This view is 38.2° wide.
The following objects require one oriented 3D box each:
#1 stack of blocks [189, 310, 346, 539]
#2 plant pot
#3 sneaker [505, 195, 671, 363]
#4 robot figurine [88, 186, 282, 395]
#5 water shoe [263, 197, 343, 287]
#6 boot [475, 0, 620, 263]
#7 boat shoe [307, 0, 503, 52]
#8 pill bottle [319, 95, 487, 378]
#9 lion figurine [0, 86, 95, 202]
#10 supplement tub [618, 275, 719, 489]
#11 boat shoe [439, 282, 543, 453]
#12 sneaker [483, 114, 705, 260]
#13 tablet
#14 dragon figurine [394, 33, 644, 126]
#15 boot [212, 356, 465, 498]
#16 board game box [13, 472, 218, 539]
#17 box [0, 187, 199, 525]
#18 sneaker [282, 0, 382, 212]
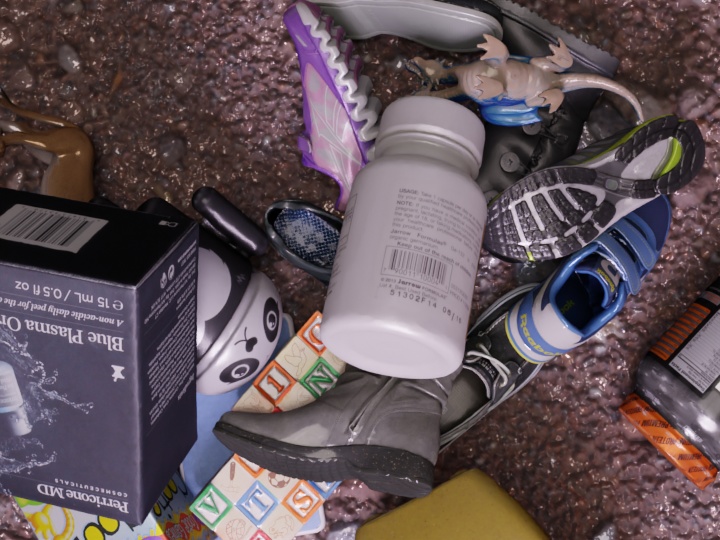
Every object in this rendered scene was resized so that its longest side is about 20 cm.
[{"bbox_3d":[-0.063,0.148,0.920,0.115,0.059,0.201,41,86,-1],"label":"stack of blocks"},{"bbox_3d":[0.093,0.280,0.859,0.192,0.196,0.203,-27,71,4],"label":"plant pot"},{"bbox_3d":[0.209,-0.002,0.885,0.074,0.082,0.200,42,72,0],"label":"sneaker"},{"bbox_3d":[-0.159,0.020,0.881,0.199,0.126,0.150,36,124,-17],"label":"robot figurine"},{"bbox_3d":[0.000,0.000,0.921,0.197,0.079,0.073,25,91,5],"label":"water shoe"},{"bbox_3d":[0.116,-0.129,0.927,0.163,0.066,0.203,27,96,7],"label":"boot"},{"bbox_3d":[0.038,-0.238,0.902,0.197,0.076,0.061,16,74,25],"label":"boat shoe"},{"bbox_3d":[0.041,-0.028,0.821,0.112,0.115,0.204,10,68,5],"label":"pill bottle"},{"bbox_3d":[-0.269,-0.072,0.951,0.120,0.072,0.205,-4,81,-23],"label":"lion figurine"},{"bbox_3d":[0.318,0.076,0.870,0.122,0.122,0.200,43,93,5],"label":"supplement tub"},{"bbox_3d":[0.107,0.094,0.912,0.072,0.071,0.201,41,89,6],"label":"boat shoe"},{"bbox_3d":[0.188,-0.066,0.874,0.197,0.081,0.075,-23,97,-5],"label":"sneaker"},{"bbox_3d":[-0.109,0.149,0.961,0.127,0.014,0.205,-10,89,4],"label":"tablet"},{"bbox_3d":[0.129,-0.153,0.859,0.195,0.099,0.060,2,90,-8],"label":"dragon figurine"},{"bbox_3d":[-0.016,0.107,0.866,0.196,0.068,0.133,7,63,16],"label":"boot"},{"bbox_3d":[-0.231,0.188,0.919,0.102,0.105,0.202,-34,84,7],"label":"board game box"},{"bbox_3d":[-0.230,0.058,0.776,0.192,0.118,0.204,10,118,10],"label":"box"},{"bbox_3d":[-0.025,-0.135,0.916,0.087,0.081,0.203,-23,105,17],"label":"sneaker"}]
